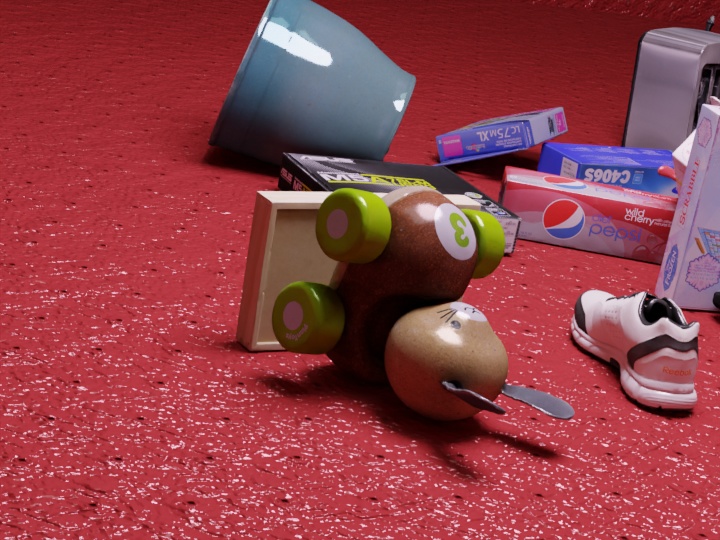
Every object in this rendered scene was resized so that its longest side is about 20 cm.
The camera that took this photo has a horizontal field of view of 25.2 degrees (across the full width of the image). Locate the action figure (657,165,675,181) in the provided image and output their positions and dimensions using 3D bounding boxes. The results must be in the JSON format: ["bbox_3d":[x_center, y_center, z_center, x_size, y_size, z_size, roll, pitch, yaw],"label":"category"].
[{"bbox_3d":[0.385,-0.070,1.857,0.099,0.065,0.200,8,15,-31],"label":"action figure"}]

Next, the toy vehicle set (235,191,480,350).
[{"bbox_3d":[0.000,0.000,1.306,0.200,0.124,0.027,0,20,-32],"label":"toy vehicle set"}]

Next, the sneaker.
[{"bbox_3d":[0.240,0.048,1.371,0.074,0.080,0.200,3,17,-17],"label":"sneaker"}]

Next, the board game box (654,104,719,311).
[{"bbox_3d":[0.408,-0.054,1.585,0.200,0.200,0.041,6,20,-16],"label":"board game box"}]

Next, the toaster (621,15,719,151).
[{"bbox_3d":[0.471,-0.253,2.262,0.181,0.200,0.119,-6,19,-44],"label":"toaster"}]

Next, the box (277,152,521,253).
[{"bbox_3d":[0.038,-0.071,1.687,0.200,0.048,0.193,3,21,-24],"label":"box"}]

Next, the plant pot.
[{"bbox_3d":[-0.047,-0.194,1.817,0.188,0.200,0.200,25,16,-5],"label":"plant pot"}]

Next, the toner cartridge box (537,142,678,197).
[{"bbox_3d":[0.332,-0.125,2.032,0.200,0.043,0.095,1,20,-26],"label":"toner cartridge box"}]

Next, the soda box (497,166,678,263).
[{"bbox_3d":[0.249,-0.059,1.742,0.200,0.064,0.070,10,17,0],"label":"soda box"}]

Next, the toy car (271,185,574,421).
[{"bbox_3d":[0.066,0.045,1.190,0.164,0.158,0.200,7,26,-46],"label":"toy car"}]

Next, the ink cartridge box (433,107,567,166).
[{"bbox_3d":[0.174,-0.169,2.025,0.119,0.042,0.200,-8,11,26],"label":"ink cartridge box"}]

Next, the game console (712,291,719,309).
[{"bbox_3d":[0.461,0.007,1.510,0.200,0.117,0.176,10,6,-13],"label":"game console"}]

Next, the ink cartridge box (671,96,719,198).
[{"bbox_3d":[0.394,-0.089,1.696,0.115,0.068,0.200,42,-6,25],"label":"ink cartridge box"}]
